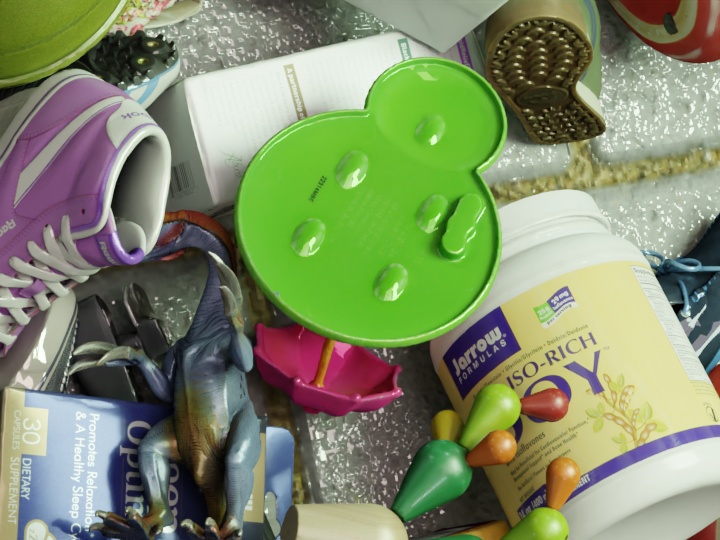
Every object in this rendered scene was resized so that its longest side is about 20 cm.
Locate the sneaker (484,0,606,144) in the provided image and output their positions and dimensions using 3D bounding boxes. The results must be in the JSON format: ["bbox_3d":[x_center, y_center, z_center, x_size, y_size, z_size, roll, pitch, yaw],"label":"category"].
[{"bbox_3d":[0.110,-0.151,1.616,0.067,0.200,0.090,-8,70,10],"label":"sneaker"}]

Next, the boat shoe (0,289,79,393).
[{"bbox_3d":[-0.189,0.110,1.488,0.093,0.075,0.201,35,71,-31],"label":"boat shoe"}]

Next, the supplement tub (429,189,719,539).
[{"bbox_3d":[0.129,0.068,1.573,0.145,0.146,0.201,-15,66,-27],"label":"supplement tub"}]

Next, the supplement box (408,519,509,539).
[{"bbox_3d":[0.048,0.259,1.562,0.110,0.086,0.201,-13,87,-27],"label":"supplement box"}]

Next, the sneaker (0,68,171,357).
[{"bbox_3d":[-0.174,-0.006,1.426,0.073,0.114,0.201,25,97,-44],"label":"sneaker"}]

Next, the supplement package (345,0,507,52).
[{"bbox_3d":[0.011,-0.239,1.507,0.199,0.156,0.111,27,64,-16],"label":"supplement package"}]

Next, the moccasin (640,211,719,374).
[{"bbox_3d":[0.199,0.029,1.676,0.068,0.080,0.200,36,68,-12],"label":"moccasin"}]

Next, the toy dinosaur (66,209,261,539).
[{"bbox_3d":[-0.095,0.065,1.450,0.105,0.200,0.182,0,56,17],"label":"toy dinosaur"}]

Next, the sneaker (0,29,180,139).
[{"bbox_3d":[-0.185,-0.068,1.511,0.200,0.072,0.073,-37,134,-16],"label":"sneaker"}]

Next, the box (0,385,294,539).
[{"bbox_3d":[-0.116,0.135,1.464,0.199,0.032,0.122,9,77,-33],"label":"box"}]

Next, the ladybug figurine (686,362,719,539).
[{"bbox_3d":[0.241,0.130,1.653,0.136,0.072,0.201,-30,129,-57],"label":"ladybug figurine"}]

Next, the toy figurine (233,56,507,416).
[{"bbox_3d":[0.000,0.000,1.531,0.150,0.184,0.200,27,59,4],"label":"toy figurine"}]

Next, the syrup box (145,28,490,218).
[{"bbox_3d":[-0.024,-0.090,1.586,0.199,0.079,0.082,-14,88,-27],"label":"syrup box"}]

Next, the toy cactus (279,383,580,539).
[{"bbox_3d":[0.036,0.153,1.461,0.164,0.102,0.201,12,93,-18],"label":"toy cactus"}]

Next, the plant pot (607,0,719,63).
[{"bbox_3d":[0.244,-0.237,1.680,0.182,0.200,0.201,-25,93,-18],"label":"plant pot"}]

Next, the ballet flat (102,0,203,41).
[{"bbox_3d":[-0.096,-0.190,1.584,0.199,0.076,0.064,-27,125,-22],"label":"ballet flat"}]

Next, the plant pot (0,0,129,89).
[{"bbox_3d":[-0.211,-0.224,1.424,0.199,0.193,0.201,2,74,-7],"label":"plant pot"}]

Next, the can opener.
[{"bbox_3d":[-0.110,0.103,1.540,0.067,0.053,0.201,-22,93,5],"label":"can opener"}]
